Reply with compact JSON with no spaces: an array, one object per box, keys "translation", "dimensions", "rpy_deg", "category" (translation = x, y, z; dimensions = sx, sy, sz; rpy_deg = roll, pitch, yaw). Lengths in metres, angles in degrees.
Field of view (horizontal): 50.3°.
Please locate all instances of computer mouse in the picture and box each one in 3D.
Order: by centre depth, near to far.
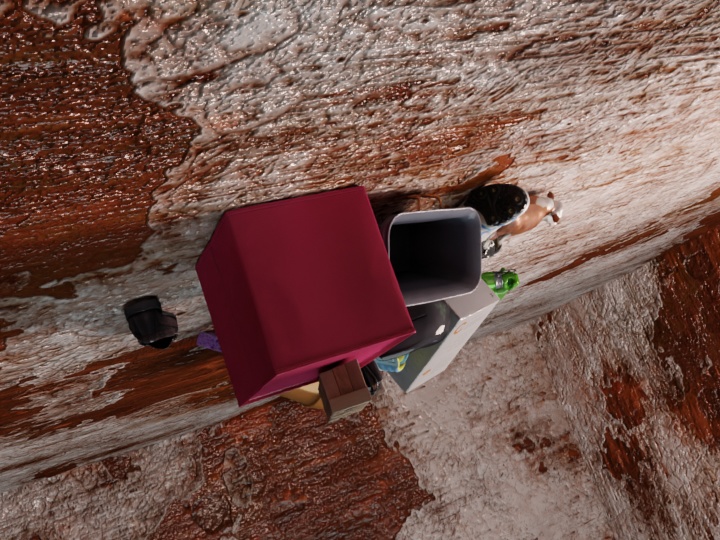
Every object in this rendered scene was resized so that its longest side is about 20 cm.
[{"translation":[0.065,0.088,1.145],"dimensions":[0.198,0.140,0.053],"rpy_deg":[-22,173,-30],"category":"computer mouse"}]

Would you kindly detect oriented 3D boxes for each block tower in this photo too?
[{"translation":[-0.024,0.164,1.027],"dimensions":[0.053,0.059,0.200],"rpy_deg":[-18,169,-9],"category":"block tower"}]

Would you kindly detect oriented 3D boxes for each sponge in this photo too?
[{"translation":[-0.193,0.149,1.418],"dimensions":[0.197,0.030,0.111],"rpy_deg":[13,178,17],"category":"sponge"}]

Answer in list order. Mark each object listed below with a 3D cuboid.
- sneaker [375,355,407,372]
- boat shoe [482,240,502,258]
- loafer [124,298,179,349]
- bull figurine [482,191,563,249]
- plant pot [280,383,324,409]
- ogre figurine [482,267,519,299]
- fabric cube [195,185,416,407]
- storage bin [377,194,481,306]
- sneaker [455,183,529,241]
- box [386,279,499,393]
[{"translation":[0.009,0.103,1.246],"dimensions":[0.129,0.081,0.200],"rpy_deg":[-2,151,36],"category":"sneaker"},{"translation":[0.215,-0.054,1.388],"dimensions":[0.060,0.077,0.200],"rpy_deg":[-23,179,17],"category":"boat shoe"},{"translation":[-0.316,0.097,1.171],"dimensions":[0.071,0.064,0.200],"rpy_deg":[-18,167,-9],"category":"loafer"},{"translation":[0.269,-0.090,1.320],"dimensions":[0.121,0.066,0.199],"rpy_deg":[-33,162,33],"category":"bull figurine"},{"translation":[-0.130,0.180,1.571],"dimensions":[0.138,0.203,0.200],"rpy_deg":[7,155,-30],"category":"plant pot"},{"translation":[0.197,0.035,1.426],"dimensions":[0.118,0.100,0.199],"rpy_deg":[-2,-170,-24],"category":"ogre figurine"},{"translation":[-0.078,0.036,0.988],"dimensions":[0.194,0.202,0.200],"rpy_deg":[-15,167,-28],"category":"fabric cube"},{"translation":[0.063,-0.036,1.111],"dimensions":[0.198,0.148,0.133],"rpy_deg":[-9,-170,-44],"category":"storage bin"},{"translation":[0.192,-0.083,1.216],"dimensions":[0.072,0.073,0.199],"rpy_deg":[-2,162,-41],"category":"sneaker"},{"translation":[0.127,0.097,1.319],"dimensions":[0.124,0.098,0.201],"rpy_deg":[-20,151,-46],"category":"box"}]
